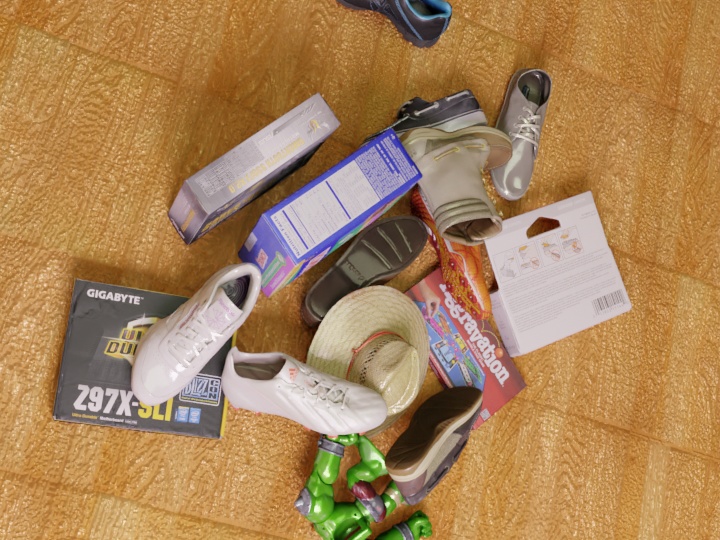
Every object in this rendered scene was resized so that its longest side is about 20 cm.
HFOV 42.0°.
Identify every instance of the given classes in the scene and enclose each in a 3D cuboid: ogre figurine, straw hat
[{"bbox_3d":[-0.004,0.281,1.122,0.120,0.097,0.202,-44,132,-20],"label":"ogre figurine"},{"bbox_3d":[0.030,0.127,1.140,0.197,0.085,0.206,-7,103,-31],"label":"straw hat"}]

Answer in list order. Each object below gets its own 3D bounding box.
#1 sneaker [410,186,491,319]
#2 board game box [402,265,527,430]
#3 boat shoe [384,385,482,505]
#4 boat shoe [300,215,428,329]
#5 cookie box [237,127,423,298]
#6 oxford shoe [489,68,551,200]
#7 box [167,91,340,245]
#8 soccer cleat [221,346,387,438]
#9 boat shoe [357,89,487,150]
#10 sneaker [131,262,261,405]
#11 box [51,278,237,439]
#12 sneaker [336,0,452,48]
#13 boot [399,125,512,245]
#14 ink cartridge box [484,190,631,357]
[{"bbox_3d":[0.134,-0.033,1.232,0.076,0.073,0.203,-15,71,-18],"label":"sneaker"},{"bbox_3d":[0.133,0.099,1.253,0.102,0.019,0.202,-34,92,-24],"label":"board game box"},{"bbox_3d":[0.094,0.211,1.156,0.199,0.072,0.066,-35,119,-46],"label":"boat shoe"},{"bbox_3d":[0.000,0.000,1.200,0.198,0.068,0.072,-35,83,-21],"label":"boat shoe"},{"bbox_3d":[-0.041,-0.066,1.141,0.199,0.171,0.076,-36,89,-21],"label":"cookie box"},{"bbox_3d":[0.228,-0.199,1.325,0.074,0.058,0.204,19,76,-18],"label":"oxford shoe"},{"bbox_3d":[-0.131,-0.119,1.125,0.199,0.158,0.049,-38,93,-23],"label":"box"},{"bbox_3d":[-0.065,0.137,1.068,0.195,0.079,0.070,10,40,6],"label":"soccer cleat"},{"bbox_3d":[0.077,-0.198,1.262,0.197,0.072,0.069,-21,81,-19],"label":"boat shoe"},{"bbox_3d":[-0.184,0.063,1.052,0.075,0.099,0.201,42,70,-10],"label":"sneaker"},{"bbox_3d":[-0.249,0.106,1.098,0.196,0.049,0.164,11,78,-18],"label":"box"},{"bbox_3d":[0.037,-0.385,1.278,0.197,0.082,0.075,25,74,-12],"label":"sneaker"},{"bbox_3d":[0.147,-0.110,1.216,0.197,0.072,0.157,-5,56,-38],"label":"boot"},{"bbox_3d":[0.265,0.003,1.305,0.196,0.045,0.180,-18,87,-23],"label":"ink cartridge box"}]
